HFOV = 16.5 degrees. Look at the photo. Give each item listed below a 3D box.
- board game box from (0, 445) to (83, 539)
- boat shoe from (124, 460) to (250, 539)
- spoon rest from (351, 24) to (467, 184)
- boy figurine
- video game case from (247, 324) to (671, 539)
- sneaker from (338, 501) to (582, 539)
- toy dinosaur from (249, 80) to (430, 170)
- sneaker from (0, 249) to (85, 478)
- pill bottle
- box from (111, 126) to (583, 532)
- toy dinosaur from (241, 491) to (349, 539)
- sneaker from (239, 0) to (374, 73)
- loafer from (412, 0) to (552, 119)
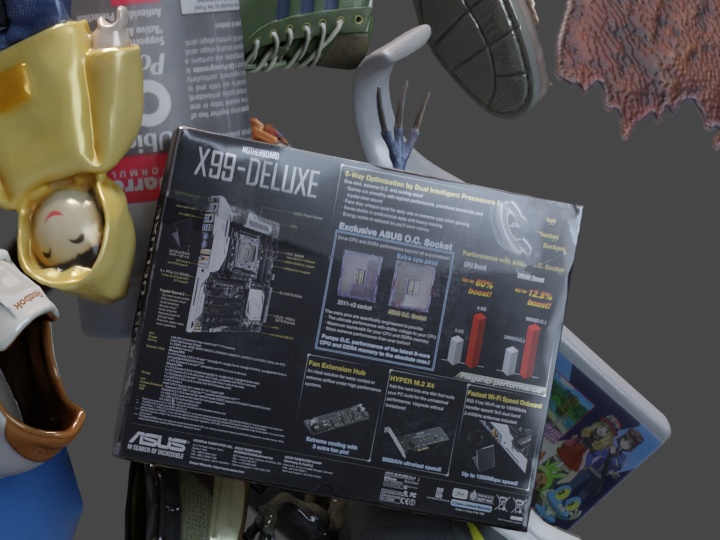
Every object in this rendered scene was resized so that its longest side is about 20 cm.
[{"bbox_3d":[-0.219,0.077,1.175,0.158,0.039,0.201,-15,87,-43],"label":"board game box"},{"bbox_3d":[-0.103,0.178,1.204,0.065,0.073,0.201,16,61,-13],"label":"boat shoe"},{"bbox_3d":[0.047,-0.037,1.401,0.099,0.060,0.201,-33,106,-37],"label":"spoon rest"},{"bbox_3d":[-0.159,-0.077,1.167,0.064,0.124,0.201,-9,83,-79],"label":"boy figurine"},{"bbox_3d":[0.027,0.078,1.274,0.200,0.182,0.023,41,16,-15],"label":"video game case"},{"bbox_3d":[0.070,0.162,1.244,0.200,0.074,0.085,37,74,-9],"label":"sneaker"},{"bbox_3d":[0.000,0.000,1.308,0.181,0.105,0.201,22,96,1],"label":"toy dinosaur"},{"bbox_3d":[-0.183,-0.003,1.136,0.073,0.084,0.201,-40,108,-51],"label":"sneaker"},{"bbox_3d":[-0.109,-0.071,1.243,0.110,0.110,0.201,-10,96,-37],"label":"pill bottle"},{"bbox_3d":[-0.006,0.029,1.174,0.199,0.050,0.159,10,86,-6],"label":"box"},{"bbox_3d":[-0.018,0.133,1.249,0.088,0.047,0.201,-32,113,-32],"label":"toy dinosaur"},{"bbox_3d":[-0.032,-0.143,1.366,0.090,0.067,0.200,47,51,-7],"label":"sneaker"},{"bbox_3d":[0.057,-0.185,1.449,0.063,0.072,0.200,-34,91,-46],"label":"loafer"}]
